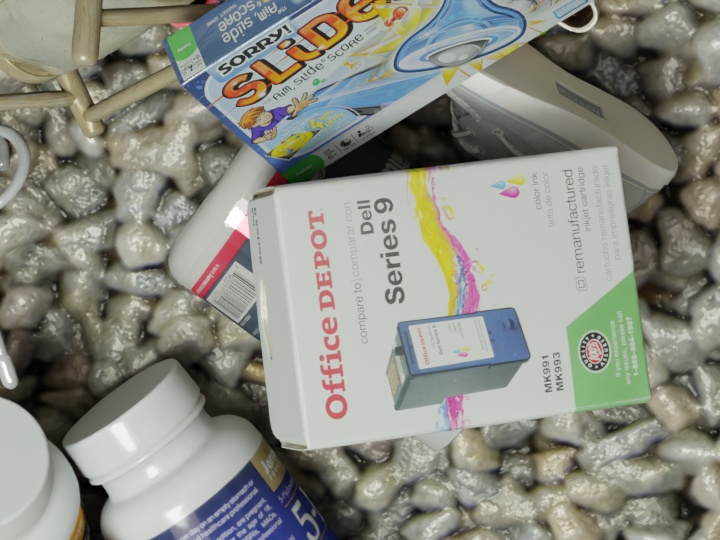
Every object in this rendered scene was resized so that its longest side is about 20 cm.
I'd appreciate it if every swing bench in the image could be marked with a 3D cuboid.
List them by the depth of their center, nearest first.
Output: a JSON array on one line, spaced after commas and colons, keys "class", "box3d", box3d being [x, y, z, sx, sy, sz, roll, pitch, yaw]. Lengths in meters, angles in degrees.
[{"class": "swing bench", "box3d": [-0.172, -0.189, 1.471, 0.199, 0.130, 0.200, -19, 81, 52]}]

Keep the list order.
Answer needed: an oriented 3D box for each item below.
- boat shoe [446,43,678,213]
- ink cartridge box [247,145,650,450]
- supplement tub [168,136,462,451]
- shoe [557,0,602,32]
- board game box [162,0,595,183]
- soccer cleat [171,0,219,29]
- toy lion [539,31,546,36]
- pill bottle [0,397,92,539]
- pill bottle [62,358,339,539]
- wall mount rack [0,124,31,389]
[{"class": "boat shoe", "box3d": [0.090, -0.090, 1.522, 0.200, 0.072, 0.069, 25, 122, -28]}, {"class": "ink cartridge box", "box3d": [0.047, 0.015, 1.441, 0.200, 0.088, 0.146, -6, 89, -12]}, {"class": "supplement tub", "box3d": [0.000, 0.000, 1.552, 0.200, 0.140, 0.140, 36, 113, -4]}, {"class": "shoe", "box3d": [0.063, -0.203, 1.445, 0.200, 0.053, 0.070, 38, 119, -22]}, {"class": "board game box", "box3d": [0.012, -0.134, 1.395, 0.200, 0.135, 0.035, -32, 57, 13]}, {"class": "soccer cleat", "box3d": [-0.102, -0.238, 1.517, 0.068, 0.073, 0.200, -2, 110, 12]}, {"class": "toy lion", "box3d": [0.028, -0.210, 1.508, 0.200, 0.069, 0.192, -1, 118, 6]}, {"class": "pill bottle", "box3d": [-0.227, 0.165, 1.629, 0.116, 0.117, 0.200, 10, 150, 8]}, {"class": "pill bottle", "box3d": [-0.093, 0.161, 1.644, 0.120, 0.120, 0.200, -31, 102, 21]}, {"class": "wall mount rack", "box3d": [-0.280, -0.008, 1.600, 0.200, 0.174, 0.075, -12, 151, 16]}]
